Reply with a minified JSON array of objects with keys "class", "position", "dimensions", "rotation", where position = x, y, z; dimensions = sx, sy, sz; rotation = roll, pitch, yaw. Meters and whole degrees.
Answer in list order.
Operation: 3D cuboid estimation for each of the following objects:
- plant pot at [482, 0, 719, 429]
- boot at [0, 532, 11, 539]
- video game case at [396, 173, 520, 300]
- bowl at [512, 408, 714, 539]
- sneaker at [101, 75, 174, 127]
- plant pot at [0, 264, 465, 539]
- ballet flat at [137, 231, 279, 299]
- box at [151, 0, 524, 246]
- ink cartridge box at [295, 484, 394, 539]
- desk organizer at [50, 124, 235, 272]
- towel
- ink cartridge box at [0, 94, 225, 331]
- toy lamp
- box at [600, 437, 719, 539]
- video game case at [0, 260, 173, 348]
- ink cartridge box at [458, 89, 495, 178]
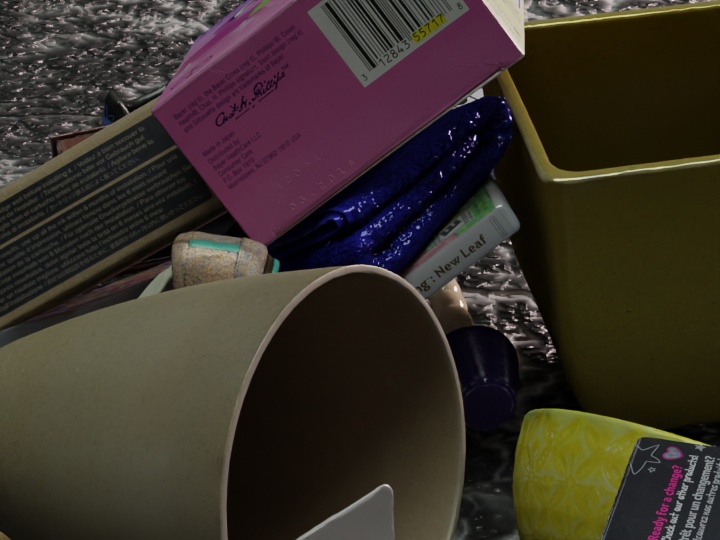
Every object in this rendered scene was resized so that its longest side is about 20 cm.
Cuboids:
[{"class":"plant pot","position":[0.179,-0.022,1.410],"dimensions":[0.193,0.201,0.196],"rotation":[-7,32,-6]},{"class":"boot","position":[-0.196,0.157,1.279],"dimensions":[0.175,0.066,0.200],"rotation":[23,38,35]},{"class":"video game case","position":[0.000,0.000,1.371],"dimensions":[0.182,0.022,0.200],"rotation":[-37,15,6]},{"class":"bowl","position":[0.155,0.152,1.190],"dimensions":[0.199,0.200,0.108],"rotation":[15,78,28]},{"class":"sneaker","position":[-0.085,-0.106,1.695],"dimensions":[0.199,0.078,0.070],"rotation":[-17,33,-21]},{"class":"plant pot","position":[-0.083,0.085,1.133],"dimensions":[0.199,0.188,0.187],"rotation":[4,29,36]},{"class":"ballet flat","position":[-0.102,0.056,1.303],"dimensions":[0.067,0.201,0.068],"rotation":[17,33,-9]},{"class":"box","position":[-0.007,-0.123,1.340],"dimensions":[0.176,0.097,0.200],"rotation":[-36,10,13]},{"class":"ink cartridge box","position":[0.001,0.207,1.043],"dimensions":[0.068,0.201,0.115],"rotation":[25,41,38]},{"class":"desk organizer","position":[-0.098,-0.060,1.628],"dimensions":[0.199,0.072,0.077],"rotation":[-12,34,-15]},{"class":"towel","position":[-0.015,-0.032,1.364],"dimensions":[0.200,0.050,0.148],"rotation":[-19,24,54]},{"class":"ink cartridge box","position":[-0.139,-0.043,1.444],"dimensions":[0.164,0.075,0.200],"rotation":[-28,2,11]},{"class":"toy lamp","position":[0.057,0.031,1.478],"dimensions":[0.058,0.059,0.200],"rotation":[-6,29,-5]},{"class":"box","position":[0.156,0.193,1.051],"dimensions":[0.114,0.201,0.132],"rotation":[8,32,15]},{"class":"video game case","position":[-0.118,0.006,1.502],"dimensions":[0.199,0.018,0.143],"rotation":[-22,4,-29]},{"class":"ink cartridge box","position":[0.058,-0.104,1.712],"dimensions":[0.093,0.044,0.200],"rotation":[0,31,3]}]
